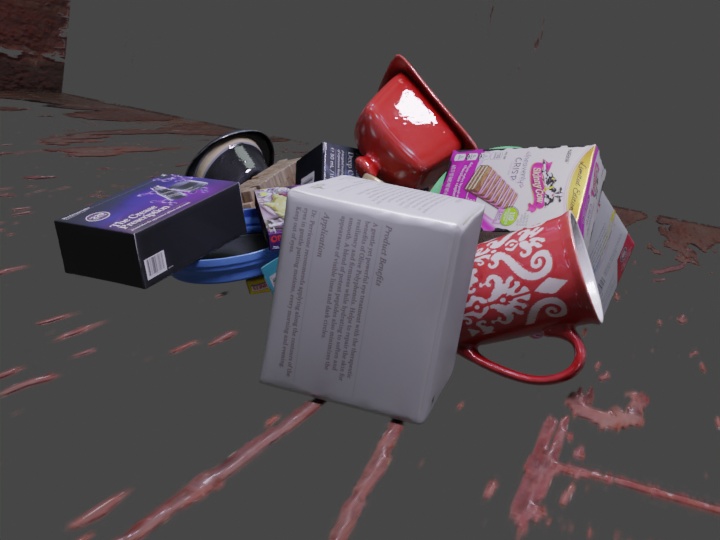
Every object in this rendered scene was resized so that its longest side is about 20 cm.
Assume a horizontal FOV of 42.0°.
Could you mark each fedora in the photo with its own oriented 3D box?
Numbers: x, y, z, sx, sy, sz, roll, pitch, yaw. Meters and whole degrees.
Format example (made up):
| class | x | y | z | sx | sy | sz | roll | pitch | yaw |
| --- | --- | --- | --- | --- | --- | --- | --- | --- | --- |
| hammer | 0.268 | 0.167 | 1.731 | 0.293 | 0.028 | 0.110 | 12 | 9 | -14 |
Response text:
| class | x | y | z | sx | sy | sz | roll | pitch | yaw |
| --- | --- | --- | --- | --- | --- | --- | --- | --- | --- |
| fedora | -0.209 | -0.142 | 1.611 | 0.201 | 0.201 | 0.092 | -3 | 44 | -45 |

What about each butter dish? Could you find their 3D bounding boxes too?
| class | x | y | z | sx | sy | sz | roll | pitch | yaw |
| --- | --- | --- | --- | --- | --- | --- | --- | --- | --- |
| butter dish | 0.056 | -0.189 | 1.429 | 0.148 | 0.199 | 0.200 | -36 | -6 | -16 |

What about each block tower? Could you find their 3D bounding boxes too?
| class | x | y | z | sx | sy | sz | roll | pitch | yaw |
| --- | --- | --- | --- | --- | --- | --- | --- | --- | --- |
| block tower | -0.148 | -0.130 | 1.518 | 0.058 | 0.054 | 0.200 | -7 | 20 | 27 |

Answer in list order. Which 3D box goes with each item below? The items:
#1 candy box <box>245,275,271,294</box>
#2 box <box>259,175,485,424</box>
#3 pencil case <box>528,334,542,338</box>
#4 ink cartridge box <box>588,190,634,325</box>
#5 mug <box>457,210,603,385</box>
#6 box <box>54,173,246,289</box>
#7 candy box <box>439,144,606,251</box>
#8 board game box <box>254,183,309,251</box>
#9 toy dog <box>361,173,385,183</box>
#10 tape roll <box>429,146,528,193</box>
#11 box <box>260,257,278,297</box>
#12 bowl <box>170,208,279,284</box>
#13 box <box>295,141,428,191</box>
| class | x | y | z | sx | sy | sz | roll | pitch | yaw |
| --- | --- | --- | --- | --- | --- | --- | --- | --- | --- |
| candy box | -0.095 | -0.023 | 1.315 | 0.102 | 0.026 | 0.200 | -11 | 22 | 7 |
| box | 0.019 | 0.018 | 0.956 | 0.171 | 0.199 | 0.200 | 13 | 13 | 13 |
| pencil case | 0.177 | 0.027 | 1.300 | 0.200 | 0.088 | 0.087 | 23 | 18 | 39 |
| ink cartridge box | 0.286 | -0.035 | 1.368 | 0.145 | 0.145 | 0.200 | 20 | -12 | 36 |
| mug | 0.163 | 0.037 | 1.068 | 0.200 | 0.133 | 0.178 | -15 | 46 | 18 |
| box | -0.266 | -0.056 | 1.208 | 0.141 | 0.079 | 0.200 | 7 | 26 | 31 |
| candy box | 0.201 | -0.089 | 1.205 | 0.200 | 0.136 | 0.061 | 2 | -32 | 30 |
| board game box | -0.076 | -0.077 | 1.268 | 0.120 | 0.032 | 0.200 | -4 | 21 | -11 |
| toy dog | 0.058 | -0.061 | 1.367 | 0.200 | 0.132 | 0.096 | 11 | 10 | -18 |
| tape roll | 0.183 | -0.078 | 1.281 | 0.200 | 0.200 | 0.048 | 20 | -20 | 38 |
| box | -0.032 | 0.013 | 1.184 | 0.049 | 0.082 | 0.200 | -31 | -11 | 34 |
| bowl | -0.173 | -0.035 | 1.284 | 0.200 | 0.039 | 0.201 | -7 | 22 | 3 |
| box | 0.003 | -0.108 | 1.533 | 0.200 | 0.149 | 0.107 | 8 | -16 | -28 |
